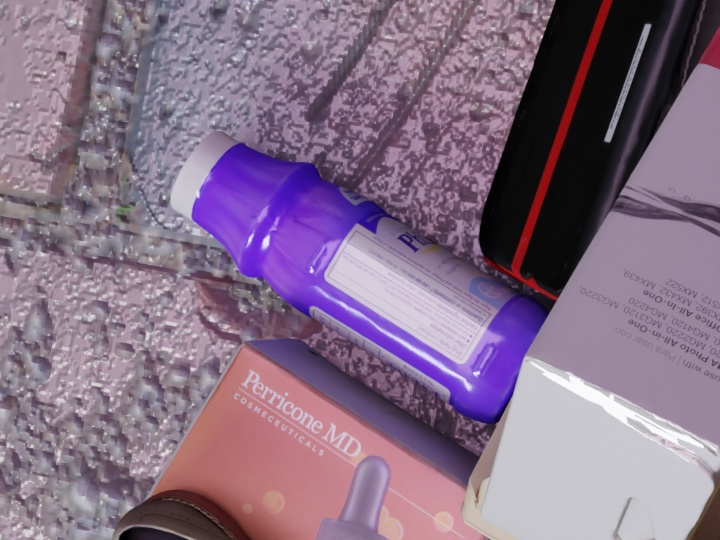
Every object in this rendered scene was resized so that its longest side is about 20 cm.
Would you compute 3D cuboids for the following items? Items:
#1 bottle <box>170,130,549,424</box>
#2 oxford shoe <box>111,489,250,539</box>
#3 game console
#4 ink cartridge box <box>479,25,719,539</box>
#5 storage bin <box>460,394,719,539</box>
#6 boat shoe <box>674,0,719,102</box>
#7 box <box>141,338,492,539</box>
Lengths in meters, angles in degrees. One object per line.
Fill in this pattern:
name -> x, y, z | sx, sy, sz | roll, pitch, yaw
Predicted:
bottle -> 0.000, 0.000, 1.044 | 0.200, 0.084, 0.065 | 32, 96, 12
oxford shoe -> -0.037, 0.179, 0.943 | 0.200, 0.075, 0.070 | 37, 94, 8
game console -> 0.113, -0.085, 0.976 | 0.031, 0.177, 0.200 | 18, 93, -13
ink cartridge box -> 0.133, 0.013, 0.836 | 0.083, 0.145, 0.200 | 28, 61, 12
storage bin -> 0.175, 0.063, 0.948 | 0.198, 0.094, 0.200 | 25, 62, 10
boat shoe -> 0.182, -0.142, 0.988 | 0.060, 0.072, 0.202 | 10, 63, 28
box -> -0.035, 0.155, 1.037 | 0.152, 0.106, 0.200 | 32, 96, 12
